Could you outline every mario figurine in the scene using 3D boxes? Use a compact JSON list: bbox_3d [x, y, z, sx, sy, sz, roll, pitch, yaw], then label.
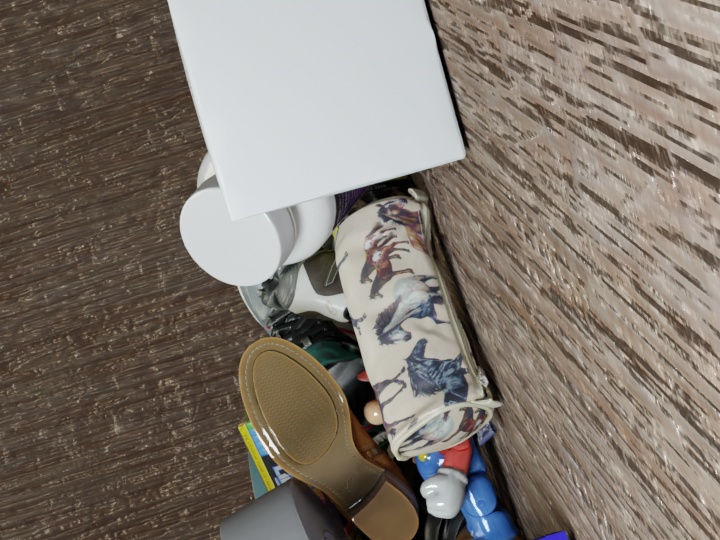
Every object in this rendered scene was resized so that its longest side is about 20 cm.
[{"bbox_3d":[0.049,0.140,1.418,0.123,0.106,0.200,-20,95,52],"label":"mario figurine"}]

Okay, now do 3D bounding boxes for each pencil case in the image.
[{"bbox_3d":[0.040,0.037,1.343,0.078,0.089,0.200,42,-153,-58],"label":"pencil case"}]

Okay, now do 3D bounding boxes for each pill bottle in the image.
[{"bbox_3d":[-0.056,-0.074,1.376,0.200,0.111,0.112,-53,-44,-50],"label":"pill bottle"}]

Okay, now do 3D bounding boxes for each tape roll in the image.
[{"bbox_3d":[-0.028,0.260,1.389,0.201,0.066,0.200,57,-176,-6],"label":"tape roll"}]

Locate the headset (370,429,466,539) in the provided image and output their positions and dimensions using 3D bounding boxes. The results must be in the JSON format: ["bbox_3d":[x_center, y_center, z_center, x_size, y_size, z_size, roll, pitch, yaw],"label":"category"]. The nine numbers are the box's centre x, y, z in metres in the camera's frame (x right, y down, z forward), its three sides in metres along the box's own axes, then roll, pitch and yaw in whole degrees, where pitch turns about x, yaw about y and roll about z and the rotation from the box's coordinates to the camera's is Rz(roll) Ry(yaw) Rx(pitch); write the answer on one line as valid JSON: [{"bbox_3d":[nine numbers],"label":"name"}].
[{"bbox_3d":[0.074,0.220,1.549,0.123,0.094,0.201,-14,96,46],"label":"headset"}]

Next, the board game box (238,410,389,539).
[{"bbox_3d":[-0.035,0.166,1.670,0.200,0.057,0.166,-64,-47,-68],"label":"board game box"}]

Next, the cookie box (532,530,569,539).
[{"bbox_3d":[0.121,0.275,1.185,0.200,0.075,0.172,86,167,-73],"label":"cookie box"}]

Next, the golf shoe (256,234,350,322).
[{"bbox_3d":[0.000,0.000,1.539,0.200,0.094,0.078,-34,-38,-52],"label":"golf shoe"}]

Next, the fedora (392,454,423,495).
[{"bbox_3d":[0.064,0.252,1.682,0.201,0.091,0.201,10,-90,-84],"label":"fedora"}]

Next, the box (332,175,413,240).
[{"bbox_3d":[0.001,-0.073,1.521,0.200,0.075,0.050,-109,8,-57],"label":"box"}]

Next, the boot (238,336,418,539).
[{"bbox_3d":[-0.027,0.130,1.446,0.200,0.077,0.155,45,179,-7],"label":"boot"}]

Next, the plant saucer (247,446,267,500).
[{"bbox_3d":[-0.048,0.217,1.711,0.200,0.027,0.201,-20,-90,-74],"label":"plant saucer"}]

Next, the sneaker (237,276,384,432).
[{"bbox_3d":[-0.041,0.066,1.568,0.200,0.084,0.121,47,-172,-1],"label":"sneaker"}]

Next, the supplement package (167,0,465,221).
[{"bbox_3d":[-0.034,-0.125,1.172,0.200,0.150,0.152,-142,36,-84],"label":"supplement package"}]
